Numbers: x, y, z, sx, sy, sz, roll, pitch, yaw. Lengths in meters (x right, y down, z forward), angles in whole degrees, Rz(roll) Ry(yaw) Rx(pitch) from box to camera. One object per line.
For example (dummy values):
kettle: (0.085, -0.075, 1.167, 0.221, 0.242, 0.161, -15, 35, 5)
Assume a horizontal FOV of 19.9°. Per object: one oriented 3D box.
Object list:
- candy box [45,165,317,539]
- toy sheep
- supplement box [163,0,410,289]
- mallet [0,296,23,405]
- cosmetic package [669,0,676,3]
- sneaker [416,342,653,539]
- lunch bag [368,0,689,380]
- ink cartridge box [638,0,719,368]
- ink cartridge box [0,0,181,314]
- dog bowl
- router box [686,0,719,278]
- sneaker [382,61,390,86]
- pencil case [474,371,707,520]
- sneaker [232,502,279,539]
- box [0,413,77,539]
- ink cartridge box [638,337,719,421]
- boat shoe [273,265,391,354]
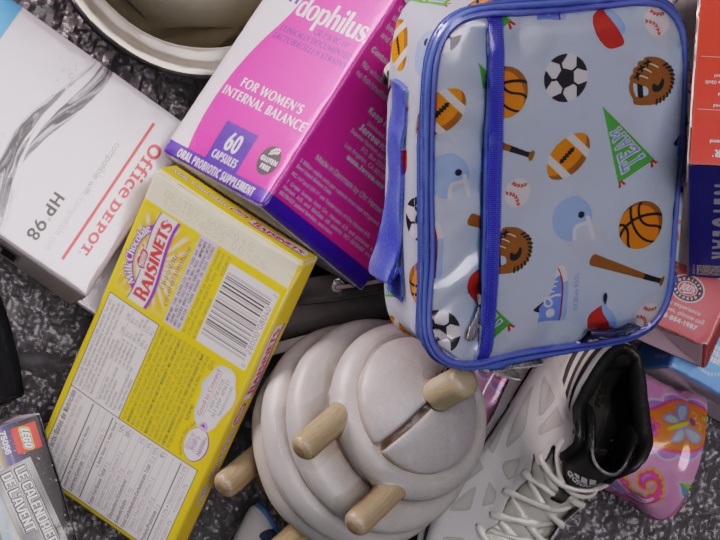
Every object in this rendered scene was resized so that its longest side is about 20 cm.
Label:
candy box: (-0.107, 0.054, 1.145, 0.102, 0.026, 0.201, 33, 111, 18)
toy sheep: (0.002, 0.091, 1.131, 0.137, 0.199, 0.139, 11, 70, -33)
supplement box: (-0.001, -0.110, 1.149, 0.103, 0.101, 0.201, 39, 82, -43)
mallet: (-0.208, 0.056, 1.099, 0.041, 0.200, 0.066, -14, 99, -5)
cosmetic package: (0.110, -0.118, 1.194, 0.051, 0.083, 0.200, 46, 102, 3)
sneaker: (0.094, 0.120, 1.135, 0.075, 0.115, 0.202, 27, 87, -10)
lunch bag: (0.084, -0.045, 1.042, 0.159, 0.076, 0.202, -7, 110, -22)
ink cartridge box: (0.195, -0.059, 1.231, 0.116, 0.068, 0.201, 24, 80, 14)
ink cartridge box: (-0.177, -0.064, 1.175, 0.199, 0.067, 0.116, 35, 77, -9)
dog bowl: (-0.096, -0.207, 1.213, 0.198, 0.074, 0.202, 1, 85, -15)
router box: (0.204, -0.108, 1.102, 0.048, 0.200, 0.181, 4, 74, 10)
sneaker: (0.097, -0.065, 1.119, 0.080, 0.074, 0.200, -44, 129, -2)
pencil case: (0.109, 0.080, 1.239, 0.198, 0.087, 0.088, 21, 80, -11)
sneaker: (0.012, 0.187, 1.208, 0.198, 0.074, 0.083, 10, 81, -14)
box: (-0.177, 0.147, 1.096, 0.040, 0.200, 0.138, -17, 90, -15)
ink cartridge box: (0.268, 0.000, 1.292, 0.115, 0.067, 0.201, 28, 79, -10)
boat shoe: (0.000, 0.000, 1.196, 0.198, 0.067, 0.057, -17, 111, 5)
